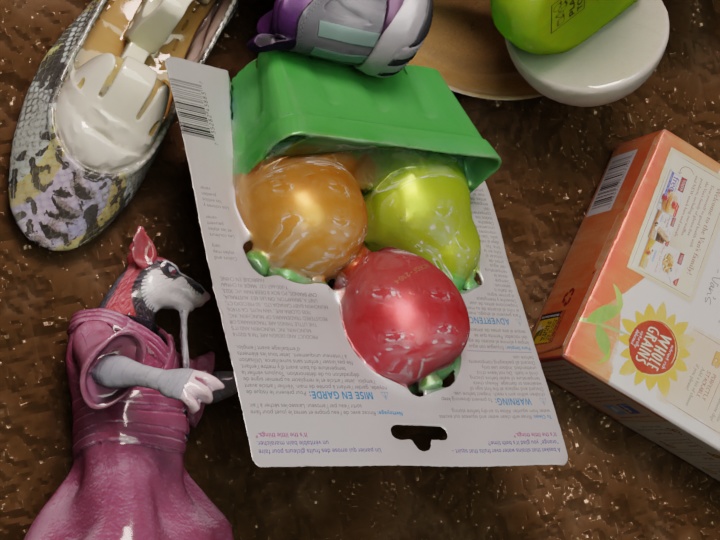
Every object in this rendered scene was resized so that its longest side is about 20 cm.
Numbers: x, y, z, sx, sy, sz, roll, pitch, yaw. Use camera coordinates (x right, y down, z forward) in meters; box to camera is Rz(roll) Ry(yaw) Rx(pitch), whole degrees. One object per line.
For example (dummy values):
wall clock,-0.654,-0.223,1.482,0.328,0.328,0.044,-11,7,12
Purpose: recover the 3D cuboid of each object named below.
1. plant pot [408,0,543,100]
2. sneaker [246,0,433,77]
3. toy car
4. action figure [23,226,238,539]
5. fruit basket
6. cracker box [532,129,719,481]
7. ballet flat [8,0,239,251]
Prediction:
plant pot,0.064,-0.186,1.014,0.198,0.027,0.202,3,82,-22
sneaker,-0.022,-0.189,0.906,0.087,0.074,0.202,3,63,-25
toy car,0.113,-0.197,0.952,0.150,0.176,0.200,36,69,22
action figure,-0.107,0.080,0.898,0.148,0.134,0.202,-11,71,20
fruit basket,0.000,0.000,0.902,0.184,0.094,0.202,3,67,-38
cracker box,0.200,0.035,1.027,0.199,0.058,0.135,31,75,-15
ballet flat,-0.106,-0.104,0.915,0.072,0.072,0.202,30,74,-16
